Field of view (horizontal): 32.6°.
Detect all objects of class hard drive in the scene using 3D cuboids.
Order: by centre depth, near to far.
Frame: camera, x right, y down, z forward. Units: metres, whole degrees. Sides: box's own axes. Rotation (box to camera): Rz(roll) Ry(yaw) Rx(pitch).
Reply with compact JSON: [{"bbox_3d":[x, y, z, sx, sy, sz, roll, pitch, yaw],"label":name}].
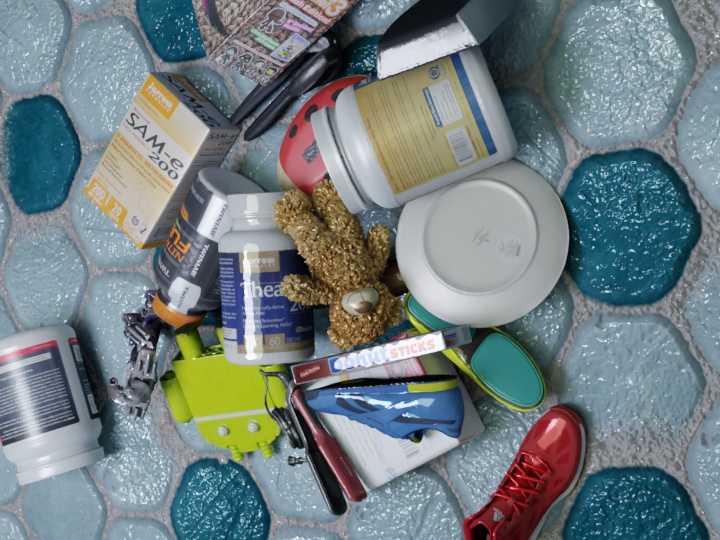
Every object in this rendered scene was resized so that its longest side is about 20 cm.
[{"bbox_3d":[0.096,-0.271,1.327,0.134,0.200,0.042,-15,112,30],"label":"hard drive"}]

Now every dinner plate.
[{"bbox_3d":[0.135,-0.036,1.391,0.199,0.024,0.202,-3,79,13],"label":"dinner plate"}]

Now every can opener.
[{"bbox_3d":[-0.095,-0.230,1.525,0.200,0.079,0.064,-31,88,39],"label":"can opener"}]

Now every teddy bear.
[{"bbox_3d":[-0.024,-0.013,1.405,0.067,0.144,0.201,136,130,-58],"label":"teddy bear"}]

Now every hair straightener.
[{"bbox_3d":[-0.073,0.207,1.475,0.077,0.041,0.200,-41,76,28],"label":"hair straightener"}]

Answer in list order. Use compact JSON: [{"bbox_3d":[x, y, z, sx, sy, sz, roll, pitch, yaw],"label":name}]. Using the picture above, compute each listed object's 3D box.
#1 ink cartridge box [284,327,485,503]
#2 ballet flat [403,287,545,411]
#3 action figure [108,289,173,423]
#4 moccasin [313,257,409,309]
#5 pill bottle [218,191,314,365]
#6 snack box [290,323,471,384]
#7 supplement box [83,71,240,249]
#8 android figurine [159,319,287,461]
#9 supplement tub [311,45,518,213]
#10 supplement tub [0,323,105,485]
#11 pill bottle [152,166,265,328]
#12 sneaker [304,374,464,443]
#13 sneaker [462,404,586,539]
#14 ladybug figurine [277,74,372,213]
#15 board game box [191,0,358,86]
[{"bbox_3d":[0.028,0.175,1.485,0.200,0.085,0.148,-31,80,30],"label":"ink cartridge box"},{"bbox_3d":[0.132,0.090,1.424,0.200,0.067,0.067,40,77,12],"label":"ballet flat"},{"bbox_3d":[-0.287,0.111,1.605,0.069,0.200,0.130,23,121,-14],"label":"action figure"},{"bbox_3d":[0.001,0.000,1.493,0.201,0.073,0.078,-6,101,40],"label":"moccasin"},{"bbox_3d":[-0.113,0.008,1.473,0.110,0.111,0.201,-1,94,30],"label":"pill bottle"},{"bbox_3d":[0.023,0.095,1.392,0.199,0.072,0.024,-16,87,29],"label":"snack box"},{"bbox_3d":[-0.264,-0.144,1.625,0.126,0.073,0.200,42,114,19],"label":"supplement box"},{"bbox_3d":[-0.168,0.158,1.590,0.181,0.041,0.201,-8,112,22],"label":"android figurine"},{"bbox_3d":[0.060,-0.156,1.362,0.199,0.145,0.145,-22,84,8],"label":"supplement tub"},{"bbox_3d":[-0.446,0.187,1.732,0.140,0.140,0.201,-19,86,30],"label":"supplement tub"},{"bbox_3d":[-0.198,-0.023,1.583,0.106,0.106,0.201,36,112,22],"label":"pill bottle"},{"bbox_3d":[0.024,0.162,1.400,0.199,0.066,0.079,-4,96,29],"label":"sneaker"},{"bbox_3d":[0.184,0.251,1.385,0.078,0.115,0.201,27,109,25],"label":"sneaker"},{"bbox_3d":[-0.033,-0.153,1.489,0.136,0.072,0.200,47,116,17],"label":"ladybug figurine"},{"bbox_3d":[-0.099,-0.351,1.461,0.200,0.097,0.160,-38,54,28],"label":"board game box"}]
